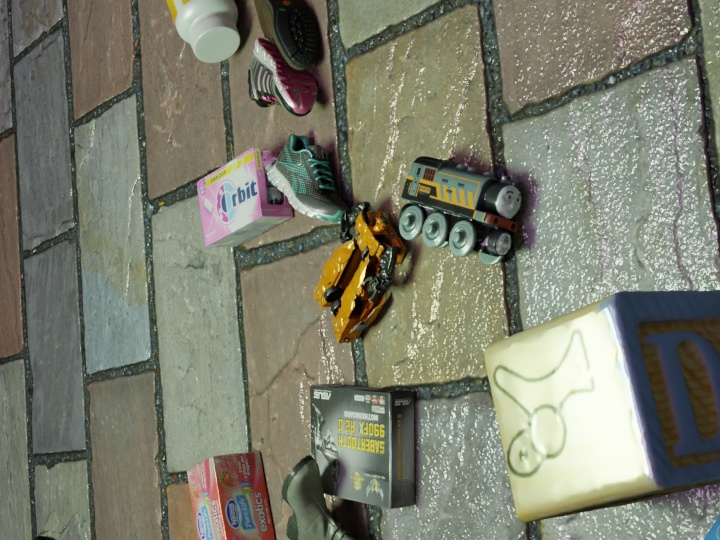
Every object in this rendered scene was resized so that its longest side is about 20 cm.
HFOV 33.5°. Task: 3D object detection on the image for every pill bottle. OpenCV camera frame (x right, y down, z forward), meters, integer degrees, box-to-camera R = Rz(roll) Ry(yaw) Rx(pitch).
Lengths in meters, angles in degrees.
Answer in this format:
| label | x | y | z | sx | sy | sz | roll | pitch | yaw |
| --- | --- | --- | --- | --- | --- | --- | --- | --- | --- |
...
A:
| label | x | y | z | sx | sy | sz | roll | pitch | yaw |
| --- | --- | --- | --- | --- | --- | --- | --- | --- | --- |
| pill bottle | -0.275 | -0.461 | 2.063 | 0.113 | 0.111 | 0.202 | -50 | 51 | 40 |

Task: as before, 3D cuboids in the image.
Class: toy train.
| label | x | y | z | sx | sy | sz | roll | pitch | yaw |
| --- | --- | --- | --- | --- | --- | --- | --- | --- | --- |
| toy train | 0.126 | -0.080 | 1.547 | 0.199 | 0.084 | 0.116 | 20 | 96 | 51 |

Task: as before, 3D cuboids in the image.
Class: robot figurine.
| label | x | y | z | sx | sy | sz | roll | pitch | yaw |
| --- | --- | --- | --- | --- | --- | --- | --- | --- | --- |
| robot figurine | 0.000 | 0.000 | 1.730 | 0.146 | 0.057 | 0.201 | 59 | 133 | 35 |

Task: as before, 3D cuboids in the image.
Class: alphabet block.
| label | x | y | z | sx | sy | sz | roll | pitch | yaw |
| --- | --- | --- | --- | --- | --- | --- | --- | --- | --- |
| alphabet block | 0.274 | 0.141 | 1.245 | 0.199 | 0.194 | 0.199 | -27 | 67 | 50 |

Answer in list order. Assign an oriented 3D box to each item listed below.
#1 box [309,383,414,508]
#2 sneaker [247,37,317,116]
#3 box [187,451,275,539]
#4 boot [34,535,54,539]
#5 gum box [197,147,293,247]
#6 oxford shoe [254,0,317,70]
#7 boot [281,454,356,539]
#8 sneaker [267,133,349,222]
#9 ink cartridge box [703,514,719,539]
| label | x | y | z | sx | sy | sz | roll | pitch | yaw |
| --- | --- | --- | --- | --- | --- | --- | --- | --- | --- |
| box | -0.001 | 0.249 | 1.734 | 0.199 | 0.048 | 0.162 | -1 | 88 | 54 |
| sneaker | -0.129 | -0.287 | 1.899 | 0.201 | 0.073 | 0.088 | 56 | 131 | 44 |
| box | -0.211 | 0.412 | 1.977 | 0.102 | 0.093 | 0.203 | -31 | 65 | 49 |
| boot | -0.731 | 0.696 | 2.695 | 0.163 | 0.065 | 0.204 | 13 | 103 | 44 |
| gum box | -0.190 | -0.119 | 1.980 | 0.199 | 0.065 | 0.116 | -22 | 73 | 51 |
| oxford shoe | -0.118 | -0.386 | 1.901 | 0.085 | 0.071 | 0.202 | 114 | 142 | -53 |
| boot | -0.045 | 0.363 | 1.733 | 0.130 | 0.067 | 0.202 | 33 | 144 | 29 |
| sneaker | -0.074 | -0.143 | 1.823 | 0.200 | 0.077 | 0.092 | 42 | 118 | 43 |
| ink cartridge box | 0.404 | 0.321 | 1.128 | 0.116 | 0.067 | 0.199 | -51 | 37 | -13 |
